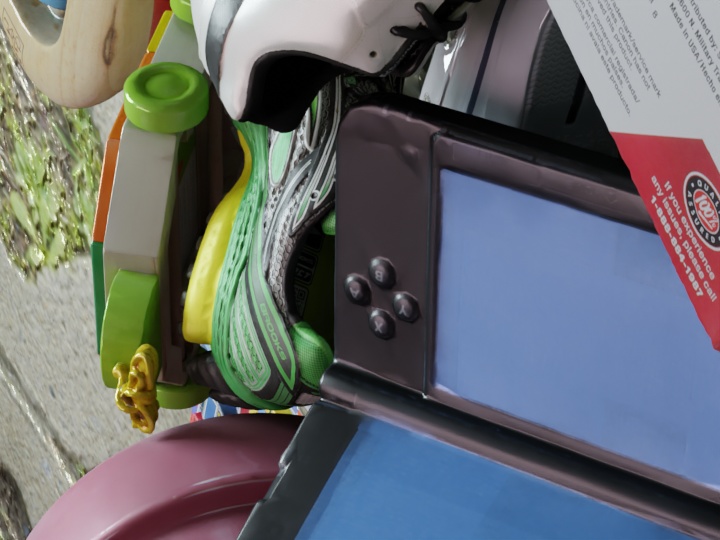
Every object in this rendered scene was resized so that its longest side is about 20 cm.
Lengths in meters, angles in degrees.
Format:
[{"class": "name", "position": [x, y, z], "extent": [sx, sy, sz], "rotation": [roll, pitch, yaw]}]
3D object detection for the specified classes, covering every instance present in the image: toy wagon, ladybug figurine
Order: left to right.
[{"class": "ladybug figurine", "position": [-0.117, -0.156, 1.177], "extent": [0.136, 0.072, 0.200], "rotation": [60, 151, 25]}, {"class": "toy wagon", "position": [-0.075, -0.019, 1.028], "extent": [0.200, 0.039, 0.156], "rotation": [-72, -13, -48]}]

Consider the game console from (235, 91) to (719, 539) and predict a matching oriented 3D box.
[{"class": "game console", "position": [0.051, 0.061, 0.825], "extent": [0.199, 0.116, 0.177], "rotation": [19, 125, 28]}]

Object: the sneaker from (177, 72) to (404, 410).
[{"class": "sneaker", "position": [-0.003, -0.045, 0.968], "extent": [0.085, 0.078, 0.201], "rotation": [2, 81, 51]}]

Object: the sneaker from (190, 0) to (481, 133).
[{"class": "sneaker", "position": [0.026, -0.106, 0.829], "extent": [0.199, 0.074, 0.080], "rotation": [-24, 69, 35]}]

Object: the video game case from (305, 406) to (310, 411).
[{"class": "video game case", "position": [0.000, 0.000, 1.090], "extent": [0.200, 0.023, 0.183], "rotation": [50, 146, 39]}]

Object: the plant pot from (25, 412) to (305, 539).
[{"class": "plant pot", "position": [-0.030, 0.180, 0.945], "extent": [0.179, 0.199, 0.201], "rotation": [-114, 19, -62]}]

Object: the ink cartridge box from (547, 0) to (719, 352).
[{"class": "ink cartridge box", "position": [0.135, -0.089, 0.682], "extent": [0.145, 0.083, 0.200], "rotation": [66, 155, 18]}]

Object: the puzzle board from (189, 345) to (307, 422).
[{"class": "puzzle board", "position": [-0.049, 0.123, 1.273], "extent": [0.151, 0.017, 0.201], "rotation": [57, 151, 33]}]

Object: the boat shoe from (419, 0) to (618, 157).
[{"class": "boat shoe", "position": [0.052, -0.044, 0.911], "extent": [0.067, 0.073, 0.201], "rotation": [56, 138, 40]}]
